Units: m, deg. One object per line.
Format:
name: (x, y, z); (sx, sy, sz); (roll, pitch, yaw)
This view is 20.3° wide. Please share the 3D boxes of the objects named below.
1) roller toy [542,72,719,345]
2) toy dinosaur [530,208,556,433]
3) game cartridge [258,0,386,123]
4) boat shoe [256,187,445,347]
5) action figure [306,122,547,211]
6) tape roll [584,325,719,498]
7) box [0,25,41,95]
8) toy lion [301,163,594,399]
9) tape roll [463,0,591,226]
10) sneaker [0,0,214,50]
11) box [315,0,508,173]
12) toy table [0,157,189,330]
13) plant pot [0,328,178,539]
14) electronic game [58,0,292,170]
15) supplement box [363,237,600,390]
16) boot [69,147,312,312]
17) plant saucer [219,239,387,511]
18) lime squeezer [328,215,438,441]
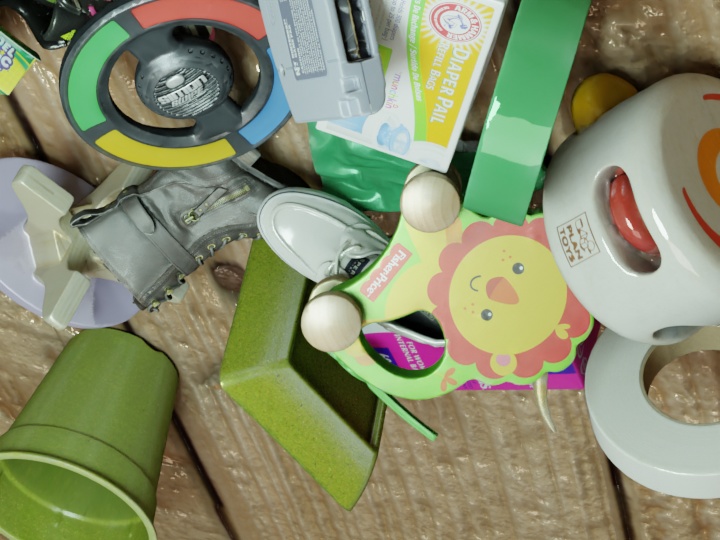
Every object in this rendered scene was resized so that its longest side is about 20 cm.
roller toy: (0.233, -0.044, 1.520); (0.200, 0.183, 0.140); (36, 142, -22)
toy dinosaur: (0.144, 0.021, 1.629); (0.101, 0.201, 0.058); (13, 162, 17)
game cartridge: (-0.038, -0.207, 1.441); (0.133, 0.041, 0.201); (3, 107, 63)
boat shoe: (0.000, 0.000, 1.656); (0.200, 0.072, 0.066); (38, -174, 0)
action figure: (0.059, -0.083, 1.658); (0.199, 0.055, 0.118); (8, 140, 22)
tape roll: (0.286, 0.095, 1.662); (0.202, 0.204, 0.037); (4, 142, 20)
box: (-0.338, -0.194, 1.633); (0.117, 0.049, 0.200); (40, 165, -25)
toy lion: (0.081, 0.023, 1.585); (0.191, 0.069, 0.200); (39, 104, -5)
tape roll: (0.123, -0.134, 1.439); (0.048, 0.201, 0.201); (17, 144, 4)
sneaker: (-0.215, -0.206, 1.597); (0.199, 0.088, 0.074); (26, 143, -9)
box: (0.046, -0.184, 1.493); (0.112, 0.102, 0.200); (18, 144, 2)
toy table: (-0.253, -0.027, 1.785); (0.199, 0.185, 0.117); (25, 161, -28)
plant pot: (-0.269, 0.166, 2.013); (0.199, 0.191, 0.201); (12, 143, 9)
electronic game: (-0.139, -0.151, 1.595); (0.199, 0.042, 0.201); (-7, 141, -6)
supplement box: (0.100, 0.036, 1.754); (0.199, 0.104, 0.101); (-4, 137, 26)
boot: (-0.127, -0.028, 1.728); (0.174, 0.069, 0.200); (-45, 105, 8)
plant saucer: (-0.032, 0.076, 1.788); (0.048, 0.201, 0.200); (-20, 129, 30)
lime squeezer: (0.004, 0.058, 1.717); (0.070, 0.038, 0.201); (-18, 97, -3)
